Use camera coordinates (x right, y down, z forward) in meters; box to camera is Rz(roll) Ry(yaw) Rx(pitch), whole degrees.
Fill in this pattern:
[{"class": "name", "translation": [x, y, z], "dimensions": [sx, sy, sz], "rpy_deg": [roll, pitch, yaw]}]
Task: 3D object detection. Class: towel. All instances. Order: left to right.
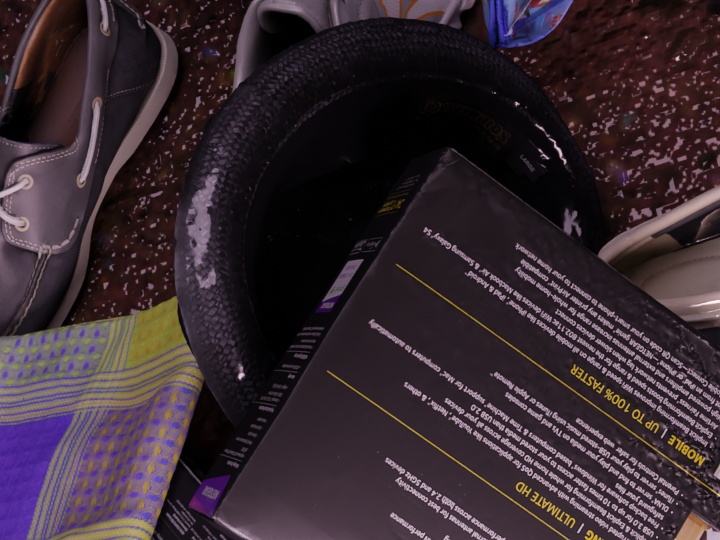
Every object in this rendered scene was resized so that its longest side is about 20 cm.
[{"class": "towel", "translation": [-0.132, 0.096, 0.796], "dimensions": [0.143, 0.023, 0.201], "rpy_deg": [-11, 47, 41]}]

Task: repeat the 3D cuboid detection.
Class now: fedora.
[{"class": "fedora", "translation": [0.000, 0.000, 0.787], "dimensions": [0.091, 0.200, 0.202], "rpy_deg": [-14, 54, 56]}]

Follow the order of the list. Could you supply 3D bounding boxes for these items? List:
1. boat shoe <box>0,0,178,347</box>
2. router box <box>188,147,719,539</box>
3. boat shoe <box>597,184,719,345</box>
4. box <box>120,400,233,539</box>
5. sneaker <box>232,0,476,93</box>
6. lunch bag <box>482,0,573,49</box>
[{"class": "boat shoe", "translation": [-0.154, -0.037, 0.915], "dimensions": [0.071, 0.068, 0.201], "rpy_deg": [18, 78, 29]}, {"class": "router box", "translation": [0.063, 0.076, 0.700], "dimensions": [0.199, 0.051, 0.150], "rpy_deg": [36, 80, -9]}, {"class": "boat shoe", "translation": [0.178, -0.019, 0.758], "dimensions": [0.199, 0.063, 0.072], "rpy_deg": [-24, 56, 10]}, {"class": "box", "translation": [-0.104, 0.148, 0.772], "dimensions": [0.160, 0.044, 0.200], "rpy_deg": [-48, 34, -4]}, {"class": "sneaker", "translation": [-0.005, -0.115, 0.869], "dimensions": [0.075, 0.092, 0.201], "rpy_deg": [7, 68, 27]}, {"class": "lunch bag", "translation": [0.076, -0.201, 0.821], "dimensions": [0.093, 0.201, 0.151], "rpy_deg": [2, 44, -5]}]
